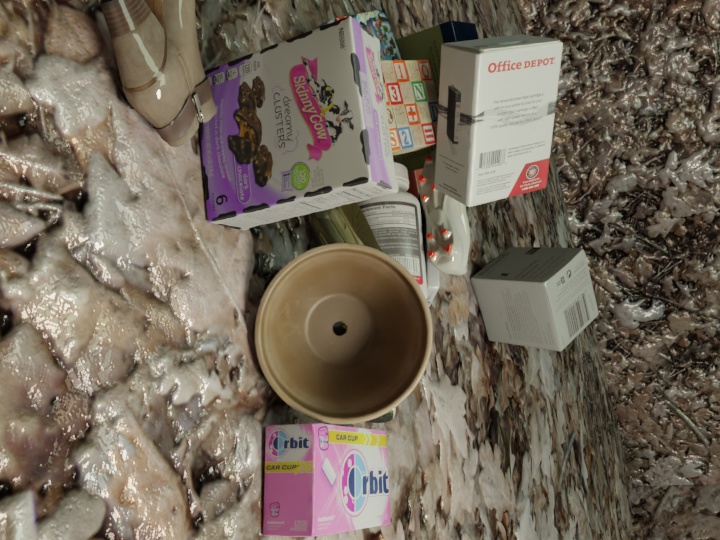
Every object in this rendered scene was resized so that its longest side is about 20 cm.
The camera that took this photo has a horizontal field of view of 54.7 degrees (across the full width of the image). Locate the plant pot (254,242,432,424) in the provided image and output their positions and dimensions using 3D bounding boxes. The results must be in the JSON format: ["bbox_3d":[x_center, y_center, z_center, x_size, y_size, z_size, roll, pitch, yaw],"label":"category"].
[{"bbox_3d":[-0.022,0.070,0.813,0.093,0.199,0.203,-178,-103,-84],"label":"plant pot"}]

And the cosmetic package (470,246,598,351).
[{"bbox_3d":[0.382,0.056,1.531,0.164,0.199,0.166,-33,113,-35],"label":"cosmetic package"}]

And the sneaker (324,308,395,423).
[{"bbox_3d":[0.003,0.115,0.930,0.201,0.074,0.085,67,28,-25],"label":"sneaker"}]

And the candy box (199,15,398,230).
[{"bbox_3d":[-0.071,-0.147,0.735,0.071,0.198,0.170,9,72,-62],"label":"candy box"}]

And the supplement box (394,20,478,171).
[{"bbox_3d":[0.097,-0.269,1.120,0.134,0.198,0.202,-32,109,-61],"label":"supplement box"}]

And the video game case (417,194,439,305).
[{"bbox_3d":[0.100,-0.027,1.131,0.182,0.023,0.202,104,-10,-64],"label":"video game case"}]

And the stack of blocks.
[{"bbox_3d":[0.026,-0.208,0.909,0.199,0.058,0.116,-22,99,-49],"label":"stack of blocks"}]

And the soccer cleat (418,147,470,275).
[{"bbox_3d":[0.127,-0.088,1.027,0.077,0.069,0.202,31,55,-52],"label":"soccer cleat"}]

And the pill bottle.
[{"bbox_3d":[0.037,-0.051,1.019,0.110,0.110,0.202,21,62,-60],"label":"pill bottle"}]

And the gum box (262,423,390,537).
[{"bbox_3d":[-0.031,0.244,0.819,0.200,0.066,0.115,28,58,-59],"label":"gum box"}]

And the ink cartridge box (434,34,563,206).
[{"bbox_3d":[0.181,-0.204,0.931,0.143,0.084,0.202,-15,121,-27],"label":"ink cartridge box"}]

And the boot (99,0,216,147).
[{"bbox_3d":[-0.184,-0.224,0.698,0.201,0.070,0.147,-69,146,-46],"label":"boot"}]

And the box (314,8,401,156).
[{"bbox_3d":[0.021,-0.262,0.993,0.137,0.040,0.202,-36,109,-49],"label":"box"}]

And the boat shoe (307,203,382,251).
[{"bbox_3d":[-0.001,0.000,0.918,0.202,0.063,0.073,61,28,-1],"label":"boat shoe"}]

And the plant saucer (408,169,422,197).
[{"bbox_3d":[0.130,-0.156,1.333,0.200,0.036,0.202,-13,92,-63],"label":"plant saucer"}]

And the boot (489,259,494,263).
[{"bbox_3d":[0.388,0.033,1.739,0.211,0.079,0.159,-27,105,-63],"label":"boot"}]
